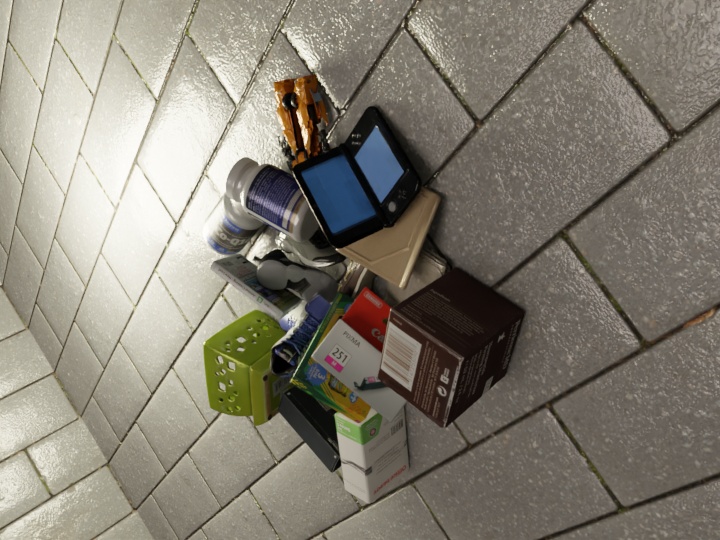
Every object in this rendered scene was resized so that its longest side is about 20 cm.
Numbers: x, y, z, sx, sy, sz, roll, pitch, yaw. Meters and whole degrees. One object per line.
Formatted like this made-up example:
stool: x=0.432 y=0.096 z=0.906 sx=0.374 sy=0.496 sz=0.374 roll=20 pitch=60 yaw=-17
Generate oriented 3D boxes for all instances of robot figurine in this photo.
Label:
robot figurine: x=-0.111 y=-0.284 z=1.556 sx=0.143 sy=0.058 sz=0.204 roll=7 pitch=115 yaw=45

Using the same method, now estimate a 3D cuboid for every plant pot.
plant pot: x=-0.251 y=0.244 z=1.897 sx=0.179 sy=0.199 sz=0.203 roll=20 pitch=124 yaw=31

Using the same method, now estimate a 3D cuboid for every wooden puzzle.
wooden puzzle: x=0.051 y=-0.087 z=1.468 sx=0.199 sy=0.037 sz=0.188 roll=31 pitch=107 yaw=36

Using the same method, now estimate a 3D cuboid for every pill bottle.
pill bottle: x=-0.280 y=-0.126 z=1.782 sx=0.115 sy=0.113 sz=0.200 roll=57 pitch=140 yaw=6
pill bottle: x=-0.178 y=-0.152 z=1.620 sx=0.198 sy=0.116 sz=0.117 roll=29 pitch=131 yaw=16

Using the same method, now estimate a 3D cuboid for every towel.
towel: x=0.107 y=0.035 z=1.515 sx=0.132 sy=0.034 sz=0.203 roll=37 pitch=135 yaw=29

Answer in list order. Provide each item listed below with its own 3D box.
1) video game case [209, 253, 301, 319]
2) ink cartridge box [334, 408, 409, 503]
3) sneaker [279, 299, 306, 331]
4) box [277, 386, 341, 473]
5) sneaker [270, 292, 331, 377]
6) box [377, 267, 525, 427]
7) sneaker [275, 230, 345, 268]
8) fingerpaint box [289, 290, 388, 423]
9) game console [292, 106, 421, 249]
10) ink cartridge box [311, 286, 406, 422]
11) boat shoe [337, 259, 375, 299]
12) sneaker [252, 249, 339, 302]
video game case: x=-0.219 y=0.031 z=1.663 sx=0.181 sy=0.200 sz=0.022 roll=36 pitch=98 yaw=2
ink cartridge box: x=0.029 y=0.379 z=1.700 sx=0.083 sy=0.144 sz=0.204 roll=16 pitch=121 yaw=41
sneaker: x=-0.129 y=0.128 z=1.745 sx=0.197 sy=0.114 sz=0.082 roll=9 pitch=115 yaw=42
box: x=-0.075 y=0.341 z=1.796 sx=0.200 sy=0.140 sz=0.080 roll=45 pitch=137 yaw=21
sneaker: x=-0.124 y=0.149 z=1.614 sx=0.080 sy=0.115 sz=0.201 roll=37 pitch=95 yaw=1
box: x=0.159 y=0.132 z=1.382 sx=0.163 sy=0.198 sz=0.169 roll=33 pitch=132 yaw=30
sneaker: x=-0.112 y=-0.064 z=1.669 sx=0.198 sy=0.073 sz=0.081 roll=27 pitch=124 yaw=35
fingerpaint box: x=-0.022 y=0.173 z=1.556 sx=0.165 sy=0.202 sz=0.073 roll=30 pitch=158 yaw=-1
game console: x=-0.009 y=-0.173 z=1.419 sx=0.176 sy=0.115 sz=0.202 roll=-51 pitch=59 yaw=40
ink cartridge box: x=0.033 y=0.159 z=1.492 sx=0.199 sy=0.175 sz=0.044 roll=38 pitch=174 yaw=1
boat shoe: x=0.000 y=0.000 z=1.584 sx=0.059 sy=0.071 sz=0.201 roll=43 pitch=142 yaw=17
sneaker: x=-0.142 y=0.007 z=1.694 sx=0.077 sy=0.197 sz=0.114 roll=-66 pitch=27 yaw=13
